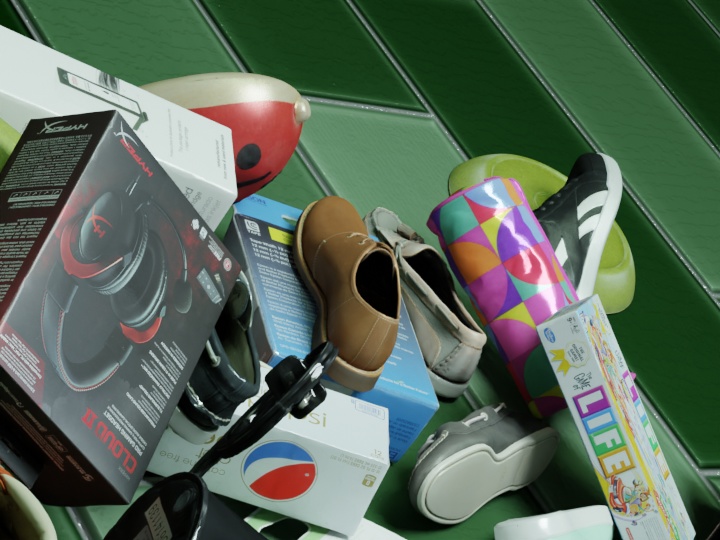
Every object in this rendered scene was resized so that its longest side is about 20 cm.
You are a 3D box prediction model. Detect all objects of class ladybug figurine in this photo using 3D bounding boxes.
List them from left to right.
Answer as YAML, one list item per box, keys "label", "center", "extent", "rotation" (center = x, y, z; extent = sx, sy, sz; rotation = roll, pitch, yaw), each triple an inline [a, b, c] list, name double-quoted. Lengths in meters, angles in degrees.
- label: "ladybug figurine"
  center: [-0.129, -0.085, 1.703]
  extent: [0.136, 0.199, 0.072]
  rotation: [40, 37, -61]

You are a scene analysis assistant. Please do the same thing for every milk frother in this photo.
- label: "milk frother"
  center: [-0.032, 0.172, 1.341]
  extent: [0.188, 0.200, 0.181]
  rotation: [39, 24, -23]

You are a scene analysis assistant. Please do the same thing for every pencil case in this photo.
- label: "pencil case"
  center: [0.132, 0.020, 1.863]
  extent: [0.201, 0.088, 0.088]
  rotation: [59, 32, 5]

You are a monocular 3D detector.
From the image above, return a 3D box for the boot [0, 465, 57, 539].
- label: "boot"
  center: [-0.228, 0.121, 1.326]
  extent: [0.075, 0.108, 0.200]
  rotation: [-29, 61, -27]

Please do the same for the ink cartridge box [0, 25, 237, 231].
- label: "ink cartridge box"
  center: [-0.205, -0.060, 1.599]
  extent: [0.199, 0.146, 0.085]
  rotation: [22, 32, -23]

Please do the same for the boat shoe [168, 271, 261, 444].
- label: "boat shoe"
  center: [-0.095, 0.027, 1.500]
  extent: [0.076, 0.060, 0.201]
  rotation: [39, 26, -35]

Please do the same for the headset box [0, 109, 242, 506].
- label: "headset box"
  center: [-0.168, 0.031, 1.368]
  extent: [0.149, 0.075, 0.201]
  rotation: [53, 47, -37]

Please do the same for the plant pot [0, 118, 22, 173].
- label: "plant pot"
  center: [-0.243, -0.014, 1.469]
  extent: [0.184, 0.200, 0.201]
  rotation: [30, 27, -34]

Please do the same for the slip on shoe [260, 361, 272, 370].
- label: "slip on shoe"
  center: [-0.111, 0.067, 1.594]
  extent: [0.199, 0.074, 0.061]
  rotation: [27, 26, -6]

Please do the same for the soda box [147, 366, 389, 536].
- label: "soda box"
  center: [-0.083, 0.103, 1.538]
  extent: [0.199, 0.068, 0.064]
  rotation: [19, 31, -11]

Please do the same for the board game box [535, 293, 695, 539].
- label: "board game box"
  center: [0.192, 0.121, 1.745]
  extent: [0.134, 0.034, 0.201]
  rotation: [-23, 90, -77]

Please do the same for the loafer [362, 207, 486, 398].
- label: "loafer"
  center: [0.053, 0.013, 1.859]
  extent: [0.072, 0.063, 0.201]
  rotation: [16, 34, -34]

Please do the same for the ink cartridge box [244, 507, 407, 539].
- label: "ink cartridge box"
  center: [0.006, 0.218, 1.517]
  extent: [0.199, 0.048, 0.145]
  rotation: [21, 23, 18]

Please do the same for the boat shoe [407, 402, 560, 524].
- label: "boat shoe"
  center: [0.076, 0.136, 1.705]
  extent: [0.057, 0.067, 0.200]
  rotation: [30, 19, 25]

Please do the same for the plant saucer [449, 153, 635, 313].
- label: "plant saucer"
  center: [0.171, -0.042, 2.106]
  extent: [0.199, 0.031, 0.201]
  rotation: [26, 30, -17]

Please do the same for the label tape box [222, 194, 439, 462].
- label: "label tape box"
  center: [-0.037, 0.037, 1.726]
  extent: [0.143, 0.066, 0.201]
  rotation: [19, 30, -28]

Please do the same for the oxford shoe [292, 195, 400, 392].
- label: "oxford shoe"
  center: [0.000, 0.000, 1.680]
  extent: [0.071, 0.071, 0.201]
  rotation: [20, 29, -24]

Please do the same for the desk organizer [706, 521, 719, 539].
- label: "desk organizer"
  center: [0.295, 0.213, 1.815]
  extent: [0.077, 0.072, 0.200]
  rotation: [28, 29, -8]

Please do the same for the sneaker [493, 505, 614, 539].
- label: "sneaker"
  center: [0.141, 0.228, 1.646]
  extent: [0.200, 0.073, 0.119]
  rotation: [8, 70, -72]

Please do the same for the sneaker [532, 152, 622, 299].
- label: "sneaker"
  center: [0.152, -0.044, 1.993]
  extent: [0.111, 0.073, 0.201]
  rotation: [27, 50, -13]
